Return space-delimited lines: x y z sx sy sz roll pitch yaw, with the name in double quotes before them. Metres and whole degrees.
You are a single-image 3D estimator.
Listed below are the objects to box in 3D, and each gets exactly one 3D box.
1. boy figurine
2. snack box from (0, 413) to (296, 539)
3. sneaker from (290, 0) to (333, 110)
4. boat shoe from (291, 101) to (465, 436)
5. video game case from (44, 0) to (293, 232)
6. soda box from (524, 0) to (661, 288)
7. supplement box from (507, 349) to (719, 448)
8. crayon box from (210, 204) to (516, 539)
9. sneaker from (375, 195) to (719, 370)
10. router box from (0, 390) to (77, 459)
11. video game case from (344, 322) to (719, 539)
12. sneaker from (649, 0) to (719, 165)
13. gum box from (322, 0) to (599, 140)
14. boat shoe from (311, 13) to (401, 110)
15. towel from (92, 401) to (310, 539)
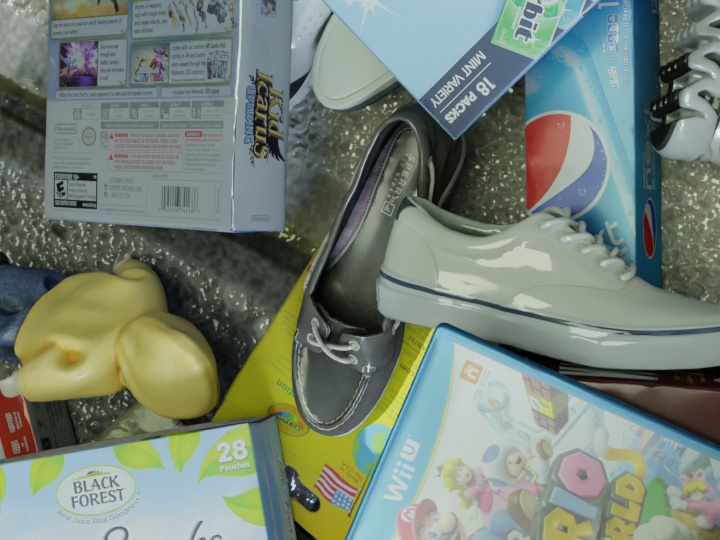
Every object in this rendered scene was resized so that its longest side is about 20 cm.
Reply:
"boy figurine" -0.164 0.037 1.097 0.199 0.125 0.065 13 138 28
"snack box" -0.136 0.183 1.039 0.198 0.068 0.170 -10 88 11
"sneaker" -0.042 -0.168 1.050 0.074 0.080 0.201 40 108 15
"boat shoe" 0.000 0.000 0.994 0.067 0.057 0.201 24 101 20
"video game case" -0.118 -0.118 1.062 0.199 0.045 0.183 5 95 48
"soda box" 0.130 -0.060 0.986 0.064 0.068 0.202 -1 92 22
"supplement box" 0.142 0.147 0.928 0.198 0.133 0.199 3 93 7
"crayon box" 0.007 0.056 1.052 0.127 0.051 0.201 38 105 17
"sneaker" 0.104 0.005 0.917 0.198 0.073 0.071 10 103 13
"router box" -0.258 0.188 1.170 0.178 0.049 0.202 -18 85 22
"video game case" 0.100 0.130 0.856 0.199 0.018 0.144 24 96 6
"sneaker" 0.217 -0.150 0.953 0.080 0.075 0.202 15 92 -5
"gum box" 0.042 -0.200 0.929 0.170 0.045 0.200 -43 93 17
"boat shoe" 0.055 -0.161 1.015 0.200 0.062 0.073 -46 55 16
"towel" -0.130 0.206 1.097 0.200 0.035 0.193 -44 82 3
